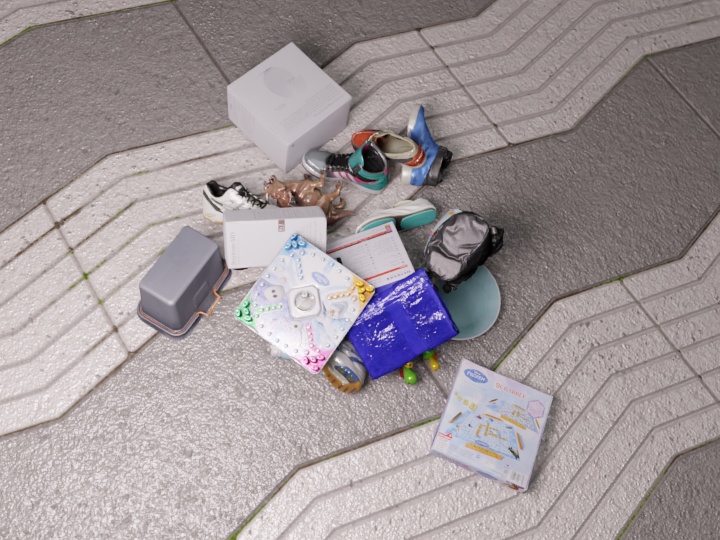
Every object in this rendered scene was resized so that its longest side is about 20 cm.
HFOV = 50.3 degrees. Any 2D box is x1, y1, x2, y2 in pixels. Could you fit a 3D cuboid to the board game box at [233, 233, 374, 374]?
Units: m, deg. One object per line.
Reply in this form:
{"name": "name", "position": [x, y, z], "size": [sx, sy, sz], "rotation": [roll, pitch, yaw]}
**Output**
{"name": "board game box", "position": [-0.106, 0.058, 1.446], "size": [0.199, 0.026, 0.201], "rotation": [34, 78, 8]}

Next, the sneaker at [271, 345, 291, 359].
{"name": "sneaker", "position": [-0.120, 0.087, 1.554], "size": [0.081, 0.074, 0.202], "rotation": [15, 75, -3]}

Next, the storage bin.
{"name": "storage bin", "position": [-0.346, 0.021, 1.514], "size": [0.145, 0.135, 0.201], "rotation": [30, 66, 7]}

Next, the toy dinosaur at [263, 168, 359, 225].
{"name": "toy dinosaur", "position": [-0.107, -0.143, 1.653], "size": [0.199, 0.086, 0.136], "rotation": [36, 65, 4]}

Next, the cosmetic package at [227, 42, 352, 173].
{"name": "cosmetic package", "position": [-0.160, -0.365, 1.723], "size": [0.199, 0.123, 0.200], "rotation": [-40, 75, -22]}

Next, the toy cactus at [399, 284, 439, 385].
{"name": "toy cactus", "position": [0.086, 0.126, 1.555], "size": [0.163, 0.102, 0.202], "rotation": [4, 90, 19]}

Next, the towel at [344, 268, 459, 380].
{"name": "towel", "position": [0.072, 0.106, 1.467], "size": [0.199, 0.050, 0.148], "rotation": [-30, 94, 11]}

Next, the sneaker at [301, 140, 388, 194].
{"name": "sneaker", "position": [-0.024, -0.238, 1.674], "size": [0.198, 0.121, 0.084], "rotation": [16, 63, -9]}

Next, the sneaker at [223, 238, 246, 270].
{"name": "sneaker", "position": [-0.190, -0.074, 1.615], "size": [0.198, 0.076, 0.088], "rotation": [-15, 63, -14]}

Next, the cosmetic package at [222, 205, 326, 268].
{"name": "cosmetic package", "position": [-0.170, -0.067, 1.523], "size": [0.198, 0.103, 0.074], "rotation": [-6, 25, -14]}

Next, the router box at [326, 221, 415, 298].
{"name": "router box", "position": [0.000, 0.000, 1.554], "size": [0.198, 0.049, 0.180], "rotation": [-19, 41, -1]}

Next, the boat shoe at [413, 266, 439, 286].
{"name": "boat shoe", "position": [0.064, 0.018, 1.596], "size": [0.198, 0.062, 0.073], "rotation": [-5, 63, 4]}

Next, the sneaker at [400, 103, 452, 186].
{"name": "sneaker", "position": [0.157, -0.284, 1.754], "size": [0.110, 0.077, 0.202], "rotation": [7, 69, 2]}

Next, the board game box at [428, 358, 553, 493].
{"name": "board game box", "position": [0.260, 0.305, 1.520], "size": [0.199, 0.041, 0.201], "rotation": [23, 65, 3]}

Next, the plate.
{"name": "plate", "position": [0.200, 0.057, 1.635], "size": [0.198, 0.026, 0.202], "rotation": [3, 64, -7]}

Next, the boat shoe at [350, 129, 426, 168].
{"name": "boat shoe", "position": [0.054, -0.279, 1.710], "size": [0.199, 0.062, 0.072], "rotation": [23, 86, 33]}

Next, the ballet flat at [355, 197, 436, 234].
{"name": "ballet flat", "position": [0.070, -0.115, 1.681], "size": [0.198, 0.070, 0.070], "rotation": [-17, 69, -19]}

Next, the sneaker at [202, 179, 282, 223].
{"name": "sneaker", "position": [-0.244, -0.138, 1.592], "size": [0.198, 0.088, 0.076], "rotation": [10, 31, 16]}

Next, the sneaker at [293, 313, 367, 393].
{"name": "sneaker", "position": [-0.064, 0.148, 1.510], "size": [0.200, 0.075, 0.088], "rotation": [51, 36, -13]}

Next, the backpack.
{"name": "backpack", "position": [0.206, -0.053, 1.565], "size": [0.127, 0.200, 0.167], "rotation": [45, 102, 10]}
